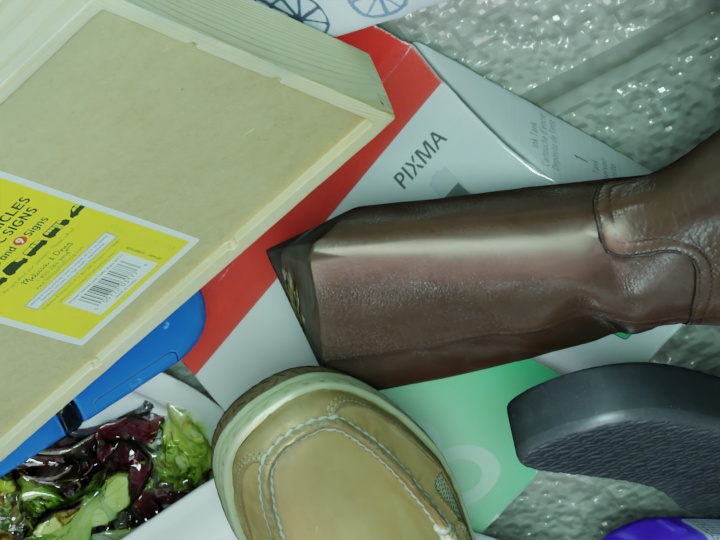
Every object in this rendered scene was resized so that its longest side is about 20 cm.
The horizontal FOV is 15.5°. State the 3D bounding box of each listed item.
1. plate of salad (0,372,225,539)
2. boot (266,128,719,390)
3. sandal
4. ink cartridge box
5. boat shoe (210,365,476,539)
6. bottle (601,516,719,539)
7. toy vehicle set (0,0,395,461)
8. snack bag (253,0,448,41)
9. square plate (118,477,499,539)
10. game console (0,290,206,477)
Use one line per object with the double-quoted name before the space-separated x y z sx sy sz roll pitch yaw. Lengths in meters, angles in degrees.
"plate of salad" -0.125 0.108 1.000 0.200 0.048 0.200 0 128 -1
"boot" 0.063 -0.018 0.813 0.200 0.064 0.186 -4 149 6
"sandal" 0.122 0.049 0.916 0.076 0.043 0.200 -21 158 28
"ink cartridge box" 0.000 0.000 0.916 0.200 0.050 0.161 26 124 -23
"boat shoe" 0.016 0.111 0.878 0.072 0.076 0.200 -32 135 2
"bottle" 0.182 0.137 0.996 0.200 0.065 0.084 5 99 -23
"toy vehicle set" -0.101 -0.011 0.782 0.200 0.027 0.124 -40 144 24
"snack bag" -0.077 -0.133 0.747 0.188 0.021 0.200 -12 131 33
"square plate" -0.033 0.147 0.994 0.198 0.028 0.200 21 136 -39
"game console" -0.177 -0.027 0.895 0.171 0.118 0.200 -33 119 -14
